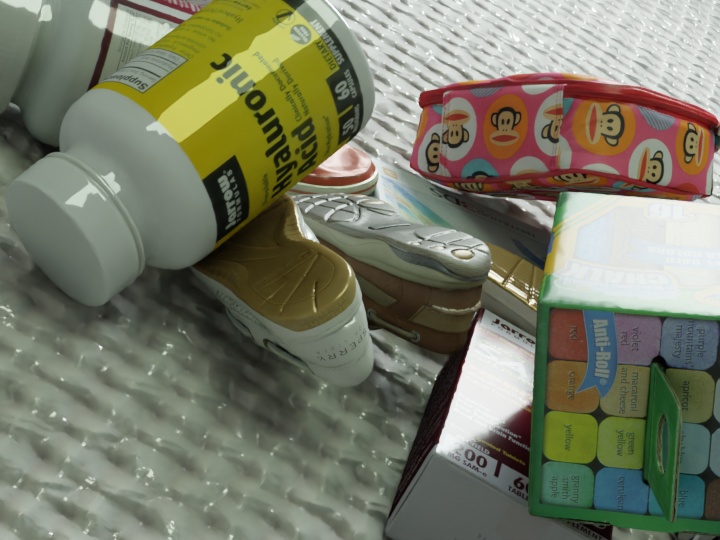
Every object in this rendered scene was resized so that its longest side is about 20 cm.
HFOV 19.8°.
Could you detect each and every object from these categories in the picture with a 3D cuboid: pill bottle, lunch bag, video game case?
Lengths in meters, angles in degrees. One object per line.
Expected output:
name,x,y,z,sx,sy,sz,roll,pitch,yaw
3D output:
pill bottle,-0.140,-0.118,1.257,0.199,0.110,0.110,17,27,-18
pill bottle,-0.095,-0.070,1.139,0.111,0.112,0.200,39,61,19
lunch bag,0.154,-0.086,1.475,0.176,0.082,0.199,11,-5,-44
video game case,0.090,0.008,1.395,0.182,0.022,0.200,22,26,-19

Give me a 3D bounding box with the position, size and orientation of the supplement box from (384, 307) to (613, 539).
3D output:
supplement box,0.087,0.105,1.158,0.108,0.061,0.200,29,23,-2

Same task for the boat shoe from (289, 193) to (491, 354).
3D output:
boat shoe,0.000,0.000,1.238,0.075,0.072,0.200,-5,17,-32

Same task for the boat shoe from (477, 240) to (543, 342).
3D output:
boat shoe,0.121,0.056,1.277,0.200,0.069,0.071,36,23,-3

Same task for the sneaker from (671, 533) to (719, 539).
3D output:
sneaker,0.237,0.128,1.199,0.079,0.130,0.199,34,24,6

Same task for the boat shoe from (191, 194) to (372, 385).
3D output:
boat shoe,-0.047,0.013,1.167,0.070,0.071,0.200,65,-8,-27

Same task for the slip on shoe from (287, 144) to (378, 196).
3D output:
slip on shoe,-0.072,-0.100,1.368,0.199,0.061,0.074,24,23,-18

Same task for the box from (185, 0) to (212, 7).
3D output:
box,-0.193,-0.239,1.409,0.199,0.131,0.200,38,25,17

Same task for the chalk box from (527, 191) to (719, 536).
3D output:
chalk box,0.151,0.054,1.058,0.123,0.126,0.200,5,22,9
